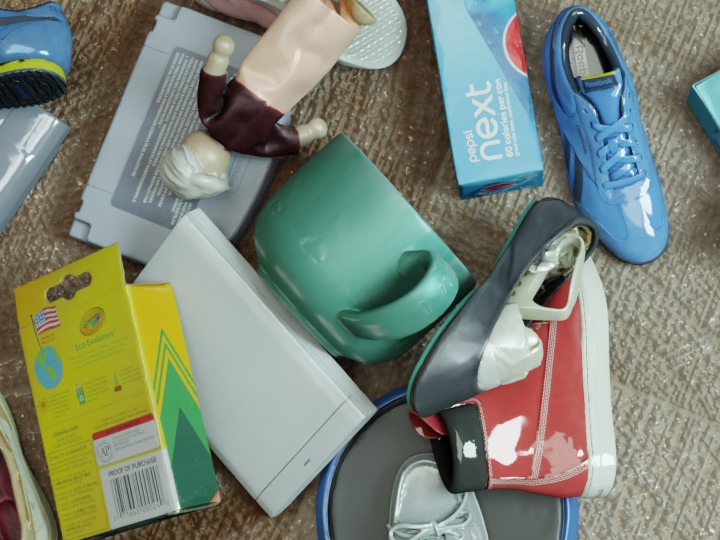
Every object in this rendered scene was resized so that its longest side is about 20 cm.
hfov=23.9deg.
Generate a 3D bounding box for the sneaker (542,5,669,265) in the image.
[{"bbox_3d":[0.184,-0.102,1.279,0.065,0.078,0.202,-16,82,0],"label":"sneaker"}]

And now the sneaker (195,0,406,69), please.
[{"bbox_3d":[-0.062,-0.221,1.326,0.199,0.105,0.076,24,90,-22],"label":"sneaker"}]

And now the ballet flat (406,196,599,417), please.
[{"bbox_3d":[0.108,0.029,1.188,0.073,0.073,0.200,32,62,8],"label":"ballet flat"}]

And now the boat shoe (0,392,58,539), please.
[{"bbox_3d":[-0.296,0.137,1.290,0.074,0.066,0.201,-35,80,-1],"label":"boat shoe"}]

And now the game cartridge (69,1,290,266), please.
[{"bbox_3d":[-0.131,-0.096,1.327,0.132,0.042,0.202,22,84,3],"label":"game cartridge"}]

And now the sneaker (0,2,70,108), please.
[{"bbox_3d":[-0.319,-0.165,1.300,0.198,0.066,0.079,-6,70,4],"label":"sneaker"}]

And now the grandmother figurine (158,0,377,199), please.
[{"bbox_3d":[-0.074,-0.130,1.268,0.121,0.061,0.200,39,100,-25],"label":"grandmother figurine"}]

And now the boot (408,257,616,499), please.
[{"bbox_3d":[0.105,0.065,1.235,0.143,0.073,0.202,3,64,-9],"label":"boot"}]

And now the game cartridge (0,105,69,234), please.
[{"bbox_3d":[-0.346,-0.114,1.348,0.199,0.040,0.134,33,89,9],"label":"game cartridge"}]

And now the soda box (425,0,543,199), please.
[{"bbox_3d":[0.091,-0.162,1.302,0.067,0.064,0.202,-9,82,4],"label":"soda box"}]

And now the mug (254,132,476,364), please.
[{"bbox_3d":[-0.006,-0.007,1.227,0.114,0.185,0.152,-42,85,1],"label":"mug"}]

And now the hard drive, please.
[{"bbox_3d":[-0.093,0.070,1.269,0.200,0.027,0.132,48,124,10],"label":"hard drive"}]

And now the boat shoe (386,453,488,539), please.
[{"bbox_3d":[0.055,0.227,1.202,0.074,0.065,0.204,-2,72,5],"label":"boat shoe"}]

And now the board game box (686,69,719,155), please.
[{"bbox_3d":[0.362,-0.087,1.276,0.150,0.047,0.201,-29,80,0],"label":"board game box"}]

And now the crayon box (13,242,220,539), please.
[{"bbox_3d":[-0.184,0.092,1.266,0.126,0.051,0.202,-20,80,36],"label":"crayon box"}]

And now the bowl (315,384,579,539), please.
[{"bbox_3d":[0.064,0.181,1.267,0.198,0.039,0.203,-1,82,5],"label":"bowl"}]
